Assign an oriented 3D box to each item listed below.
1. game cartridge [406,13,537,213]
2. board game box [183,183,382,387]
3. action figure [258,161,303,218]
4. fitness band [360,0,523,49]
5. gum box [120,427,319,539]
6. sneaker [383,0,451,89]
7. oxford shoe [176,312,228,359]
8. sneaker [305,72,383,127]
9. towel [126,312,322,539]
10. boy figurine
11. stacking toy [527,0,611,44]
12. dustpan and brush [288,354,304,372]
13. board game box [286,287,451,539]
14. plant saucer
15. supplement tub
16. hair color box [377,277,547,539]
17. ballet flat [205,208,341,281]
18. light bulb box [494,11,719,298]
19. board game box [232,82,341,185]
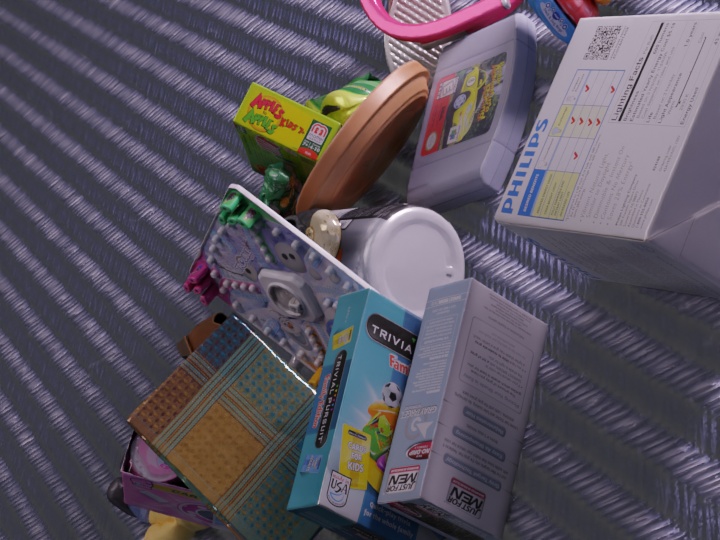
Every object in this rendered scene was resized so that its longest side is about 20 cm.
[{"bbox_3d":[0.116,-0.159,1.738,0.132,0.041,0.202,-15,53,46],"label":"game cartridge"},{"bbox_3d":[-0.071,0.028,1.643,0.026,0.199,0.200,-52,-2,-29],"label":"board game box"},{"bbox_3d":[-0.082,-0.060,1.826,0.200,0.054,0.119,84,-162,-69],"label":"action figure"},{"bbox_3d":[0.091,-0.317,1.809,0.198,0.037,0.145,-20,78,19],"label":"fitness band"},{"bbox_3d":[-0.119,0.199,1.615,0.114,0.198,0.067,107,178,-68],"label":"gum box"},{"bbox_3d":[0.066,-0.287,1.895,0.075,0.105,0.202,-5,83,9],"label":"sneaker"},{"bbox_3d":[-0.144,0.099,1.879,0.071,0.071,0.200,-48,32,4],"label":"oxford shoe"},{"bbox_3d":[-0.007,-0.169,1.890,0.083,0.075,0.200,-24,7,-11],"label":"sneaker"},{"bbox_3d":[-0.093,0.154,1.558,0.147,0.200,0.022,-44,-12,-15],"label":"towel"},{"bbox_3d":[-0.203,0.247,1.846,0.199,0.064,0.125,7,68,61],"label":"boy figurine"},{"bbox_3d":[0.243,-0.314,1.634,0.199,0.116,0.110,-34,38,16],"label":"stacking toy"},{"bbox_3d":[-0.091,0.133,1.767,0.139,0.057,0.201,22,82,29],"label":"dustpan and brush"},{"bbox_3d":[0.028,0.139,1.503,0.047,0.150,0.202,-17,51,48],"label":"board game box"},{"bbox_3d":[0.008,-0.126,1.775,0.201,0.032,0.200,-50,-10,-11],"label":"plant saucer"},{"bbox_3d":[0.000,0.000,1.690,0.199,0.122,0.124,-4,62,56],"label":"supplement tub"},{"bbox_3d":[0.089,0.120,1.478,0.060,0.099,0.202,-16,52,49],"label":"hair color box"},{"bbox_3d":[-0.082,-0.018,1.655,0.199,0.056,0.067,-15,71,53],"label":"ballet flat"},{"bbox_3d":[0.243,-0.095,1.404,0.199,0.124,0.200,11,75,59],"label":"light bulb box"},{"bbox_3d":[-0.070,-0.129,1.825,0.048,0.101,0.200,-63,-7,-9],"label":"board game box"}]
